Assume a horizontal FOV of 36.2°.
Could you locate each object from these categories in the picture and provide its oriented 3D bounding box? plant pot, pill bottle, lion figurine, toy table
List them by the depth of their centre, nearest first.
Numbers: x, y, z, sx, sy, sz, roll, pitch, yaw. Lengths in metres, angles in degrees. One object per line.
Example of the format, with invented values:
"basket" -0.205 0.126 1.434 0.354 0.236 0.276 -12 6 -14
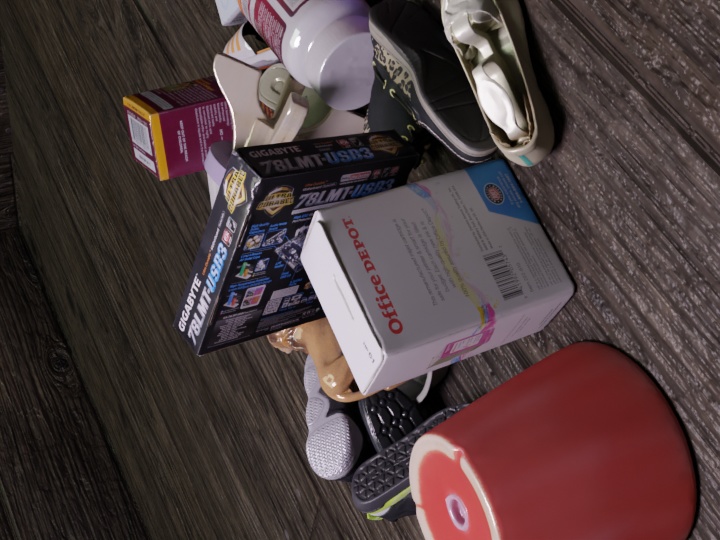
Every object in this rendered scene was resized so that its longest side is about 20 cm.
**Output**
"plant pot" 0.149 0.177 0.924 0.200 0.175 0.203 42 140 49
"pill bottle" -0.048 -0.262 1.162 0.201 0.108 0.111 54 149 37
"toy table" -0.089 -0.141 1.166 0.119 0.181 0.200 -64 24 15
"lion figurine" -0.031 0.086 1.211 0.073 0.122 0.201 57 -179 -39

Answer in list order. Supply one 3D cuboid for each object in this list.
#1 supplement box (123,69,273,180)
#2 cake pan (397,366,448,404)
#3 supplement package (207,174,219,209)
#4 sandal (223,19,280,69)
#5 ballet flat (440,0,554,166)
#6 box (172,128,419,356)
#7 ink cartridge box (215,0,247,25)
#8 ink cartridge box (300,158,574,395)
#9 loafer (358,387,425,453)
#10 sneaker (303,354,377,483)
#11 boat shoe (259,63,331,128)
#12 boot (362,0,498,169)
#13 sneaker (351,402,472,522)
"supplement box" -0.185 -0.190 1.392 0.110 0.197 0.087 34 136 54
"cake pan" 0.042 0.051 1.245 0.200 0.036 0.203 43 141 48
"supplement package" -0.099 -0.069 1.374 0.200 0.120 0.122 36 135 55
"sandal" -0.107 -0.280 1.330 0.205 0.078 0.060 0 104 56
"ballet flat" 0.108 -0.183 0.921 0.203 0.069 0.069 68 155 6
"box" -0.059 -0.029 1.011 0.050 0.198 0.200 43 128 28
"ink cartridge box" -0.161 -0.430 1.377 0.160 0.047 0.203 -17 91 66
"ink cartridge box" 0.064 0.003 0.972 0.146 0.197 0.085 64 153 21
"loafer" 0.058 0.211 1.233 0.202 0.068 0.070 56 164 -6
"sneaker" -0.009 0.162 1.279 0.114 0.075 0.203 44 -142 -45
"boat shoe" -0.044 -0.171 1.286 0.200 0.072 0.068 45 -178 36
"boot" 0.064 -0.140 1.050 0.205 0.072 0.155 57 155 32
"sneaker" 0.081 0.206 1.156 0.083 0.198 0.072 43 -152 -39
